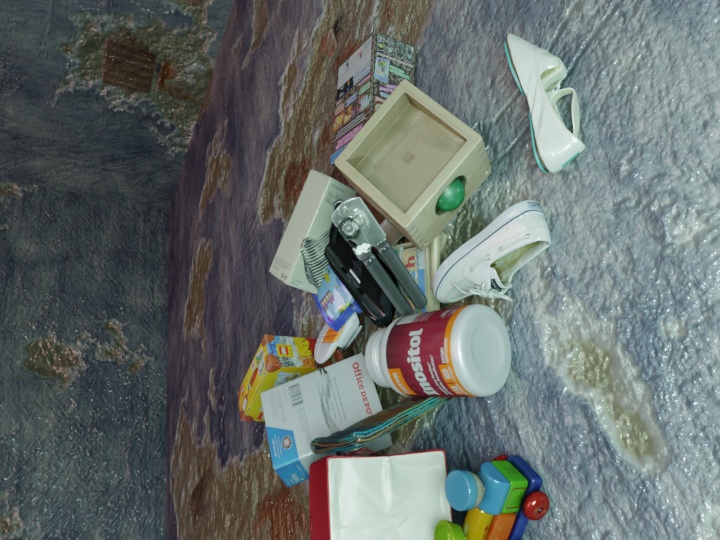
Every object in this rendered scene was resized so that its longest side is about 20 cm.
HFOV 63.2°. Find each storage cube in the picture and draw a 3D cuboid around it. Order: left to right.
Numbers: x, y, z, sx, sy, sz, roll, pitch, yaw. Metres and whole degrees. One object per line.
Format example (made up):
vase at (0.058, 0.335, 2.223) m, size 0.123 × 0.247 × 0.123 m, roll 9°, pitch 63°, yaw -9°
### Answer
storage cube at (0.022, 0.346, 0.805) m, size 0.180 × 0.165 × 0.207 m, roll 122°, pitch 147°, yaw -67°

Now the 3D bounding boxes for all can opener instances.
can opener at (0.027, -0.022, 0.868) m, size 0.053 × 0.202 × 0.067 m, roll -35°, pitch 17°, yaw 3°

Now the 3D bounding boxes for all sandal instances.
sandal at (-0.019, 0.092, 1.128) m, size 0.211 × 0.058 × 0.079 m, roll -62°, pitch 24°, yaw -7°

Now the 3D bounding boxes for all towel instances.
towel at (0.035, 0.213, 0.840) m, size 0.146 × 0.196 × 0.022 m, roll -32°, pitch 78°, yaw 55°

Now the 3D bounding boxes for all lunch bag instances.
lunch bag at (-0.031, 0.000, 1.090) m, size 0.151 × 0.093 × 0.203 m, roll -48°, pitch 38°, yaw 24°

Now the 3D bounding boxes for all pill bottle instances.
pill bottle at (0.098, 0.115, 0.800) m, size 0.197 × 0.111 × 0.117 m, roll -16°, pitch 68°, yaw 50°

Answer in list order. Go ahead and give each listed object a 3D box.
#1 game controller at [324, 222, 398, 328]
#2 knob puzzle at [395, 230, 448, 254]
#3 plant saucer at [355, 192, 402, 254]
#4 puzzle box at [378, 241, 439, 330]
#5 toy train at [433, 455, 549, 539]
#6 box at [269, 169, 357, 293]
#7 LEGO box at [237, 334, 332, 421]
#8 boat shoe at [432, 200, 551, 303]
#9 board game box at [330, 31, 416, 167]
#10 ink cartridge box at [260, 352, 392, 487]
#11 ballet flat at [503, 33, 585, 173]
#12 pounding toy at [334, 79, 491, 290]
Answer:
game controller at (0.000, 0.000, 0.975) m, size 0.201 × 0.041 × 0.106 m, roll 50°, pitch 134°, yaw 36°
knob puzzle at (0.065, -0.022, 1.019) m, size 0.218 × 0.030 × 0.227 m, roll -27°, pitch 60°, yaw 58°
plant saucer at (0.041, -0.126, 0.981) m, size 0.199 × 0.034 × 0.205 m, roll -39°, pitch 38°, yaw 38°
puzzle box at (0.075, 0.059, 0.941) m, size 0.132 × 0.025 × 0.207 m, roll -11°, pitch 80°, yaw 55°
toy train at (0.135, 0.322, 0.697) m, size 0.085 × 0.113 × 0.206 m, roll 39°, pitch 117°, yaw 59°
box at (-0.085, -0.069, 1.061) m, size 0.068 × 0.081 × 0.205 m, roll 28°, pitch 97°, yaw 45°
LEGO box at (-0.166, 0.239, 1.268) m, size 0.202 × 0.145 × 0.078 m, roll -60°, pitch 35°, yaw 35°
boat shoe at (0.173, 0.005, 0.769) m, size 0.202 × 0.073 × 0.088 m, roll -43°, pitch 48°, yaw 37°
board game box at (0.023, -0.307, 1.106) m, size 0.158 × 0.094 × 0.207 m, roll -13°, pitch 71°, yaw 61°
ink cartridge box at (-0.059, 0.253, 1.000) m, size 0.085 × 0.195 × 0.147 m, roll 71°, pitch 178°, yaw -47°
ballet flat at (0.233, -0.219, 0.726) m, size 0.069 × 0.068 × 0.206 m, roll -38°, pitch 54°, yaw 52°
pounding toy at (0.087, -0.118, 0.844) m, size 0.185 × 0.142 × 0.200 m, roll -47°, pitch 64°, yaw 2°
